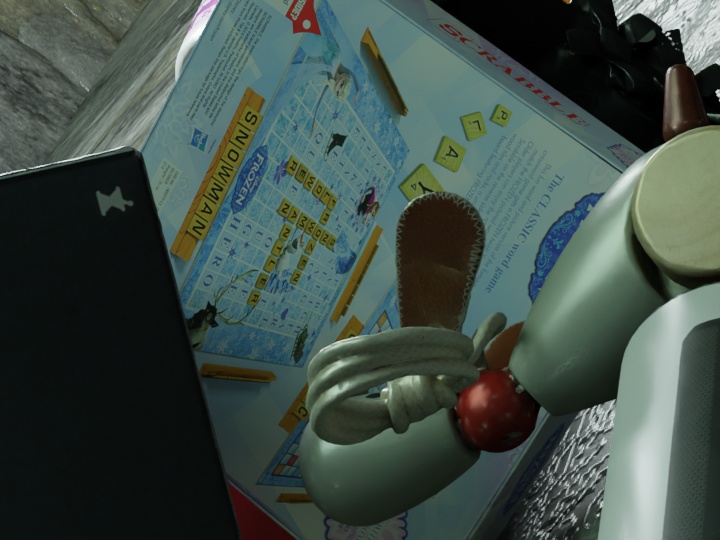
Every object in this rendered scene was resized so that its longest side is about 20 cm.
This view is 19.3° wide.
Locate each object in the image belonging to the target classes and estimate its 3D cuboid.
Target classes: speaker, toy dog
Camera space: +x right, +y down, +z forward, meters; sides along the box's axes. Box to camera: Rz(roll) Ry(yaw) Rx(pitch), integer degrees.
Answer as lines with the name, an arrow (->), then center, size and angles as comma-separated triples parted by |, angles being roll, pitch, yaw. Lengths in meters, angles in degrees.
speaker -> 0.099, 0.092, 0.560 | 0.081, 0.081, 0.200 | -44, 16, 34
toy dog -> 0.064, 0.000, 0.695 | 0.132, 0.199, 0.097 | 77, 175, -59

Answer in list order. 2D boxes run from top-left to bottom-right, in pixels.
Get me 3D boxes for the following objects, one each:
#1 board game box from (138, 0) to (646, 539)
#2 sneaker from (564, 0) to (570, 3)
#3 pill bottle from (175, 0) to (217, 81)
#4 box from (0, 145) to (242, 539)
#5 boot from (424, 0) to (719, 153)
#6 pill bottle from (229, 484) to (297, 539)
board game box -> 0.000, 0.000, 0.815 | 0.200, 0.199, 0.041 | -59, -19, 22
sneaker -> 0.054, -0.070, 1.123 | 0.200, 0.073, 0.077 | -49, 24, 31
pill bottle -> -0.086, -0.208, 1.822 | 0.112, 0.112, 0.200 | -45, 16, 31
box -> -0.133, 0.077, 0.751 | 0.123, 0.201, 0.198 | -14, -2, -23
boot -> 0.050, -0.051, 0.890 | 0.198, 0.162, 0.073 | -42, 19, 41
pill bottle -> -0.044, 0.103, 0.939 | 0.200, 0.112, 0.112 | -51, 14, 14
